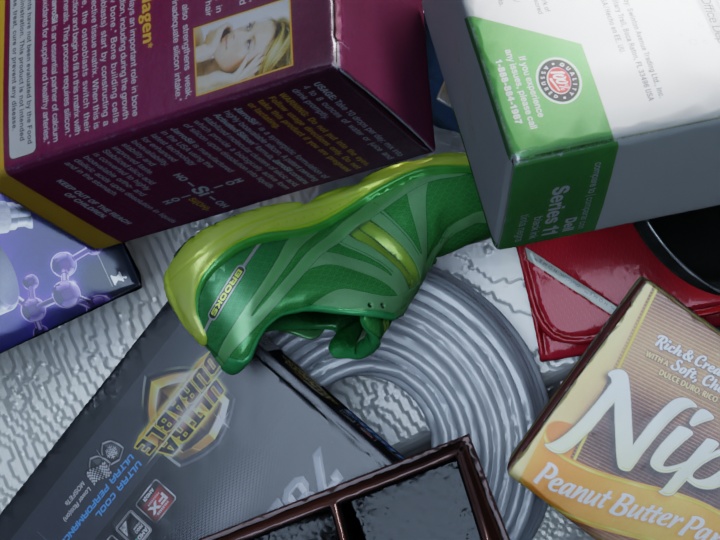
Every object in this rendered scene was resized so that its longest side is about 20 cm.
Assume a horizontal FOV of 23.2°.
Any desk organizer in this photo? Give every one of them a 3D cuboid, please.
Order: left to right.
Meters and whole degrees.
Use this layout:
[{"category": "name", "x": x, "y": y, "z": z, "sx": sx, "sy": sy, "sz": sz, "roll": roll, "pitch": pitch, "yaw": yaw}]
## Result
[{"category": "desk organizer", "x": -0.031, "y": 0.148, "z": 0.811, "sx": 0.198, "sy": 0.077, "sz": 0.072, "roll": -22, "pitch": 87, "yaw": 7}]

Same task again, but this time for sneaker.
[{"category": "sneaker", "x": 0.000, "y": 0.000, "z": 0.869, "sx": 0.199, "sy": 0.074, "sz": 0.084, "roll": -20, "pitch": 79, "yaw": -24}]

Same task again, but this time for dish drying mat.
[{"category": "dish drying mat", "x": 0.185, "y": -0.008, "z": 0.935, "sx": 0.198, "sy": 0.018, "sz": 0.078, "roll": -13, "pitch": 84, "yaw": 7}]

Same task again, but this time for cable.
[{"category": "cable", "x": 0.003, "y": 0.091, "z": 0.929, "sx": 0.198, "sy": 0.069, "sz": 0.202, "roll": -5, "pitch": 85, "yaw": 8}]

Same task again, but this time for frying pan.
[{"category": "frying pan", "x": 0.190, "y": -0.008, "z": 0.845, "sx": 0.190, "sy": 0.115, "sz": 0.031, "roll": 47, "pitch": 136, "yaw": -7}]

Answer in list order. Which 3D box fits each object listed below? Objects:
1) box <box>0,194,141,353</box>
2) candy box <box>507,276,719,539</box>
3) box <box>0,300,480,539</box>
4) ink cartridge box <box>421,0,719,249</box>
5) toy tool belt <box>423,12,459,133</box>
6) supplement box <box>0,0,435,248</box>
[{"category": "box", "x": -0.220, "y": -0.053, "z": 0.942, "sx": 0.140, "sy": 0.079, "sz": 0.201, "roll": -25, "pitch": 92, "yaw": -9}, {"category": "candy box", "x": 0.183, "y": 0.108, "z": 0.850, "sx": 0.199, "sy": 0.055, "sz": 0.116, "roll": 37, "pitch": 95, "yaw": 5}, {"category": "box", "x": -0.071, "y": 0.145, "z": 0.881, "sx": 0.198, "sy": 0.050, "sz": 0.200, "roll": 41, "pitch": 96, "yaw": 9}, {"category": "ink cartridge box", "x": 0.140, "y": -0.106, "z": 0.788, "sx": 0.198, "sy": 0.083, "sz": 0.148, "roll": -11, "pitch": 62, "yaw": -7}, {"category": "toy tool belt", "x": 0.080, "y": -0.095, "z": 0.898, "sx": 0.198, "sy": 0.125, "sz": 0.124, "roll": 20, "pitch": 64, "yaw": 8}, {"category": "supplement box", "x": -0.076, "y": -0.107, "z": 0.846, "sx": 0.198, "sy": 0.103, "sz": 0.132, "roll": -14, "pitch": 65, "yaw": 25}]
